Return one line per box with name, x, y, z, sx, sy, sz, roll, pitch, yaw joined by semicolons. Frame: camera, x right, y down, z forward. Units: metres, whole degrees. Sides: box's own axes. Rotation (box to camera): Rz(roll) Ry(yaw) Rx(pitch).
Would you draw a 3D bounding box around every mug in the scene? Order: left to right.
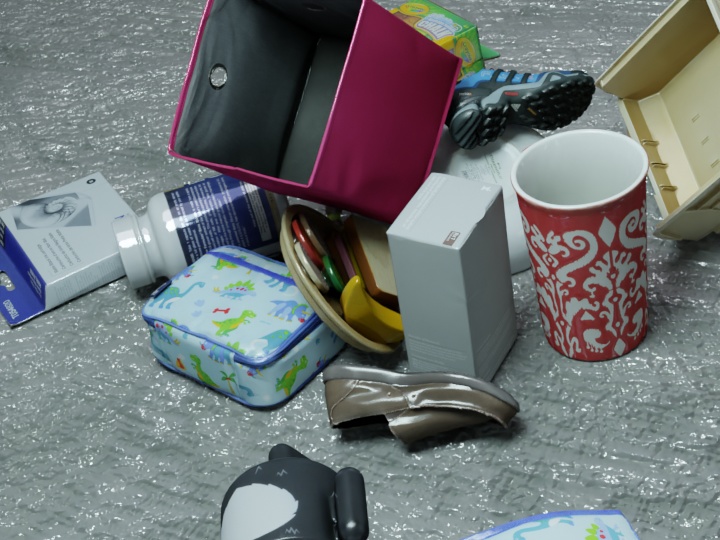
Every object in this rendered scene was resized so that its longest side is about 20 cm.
mug;0.230;-0.033;1.492;0.132;0.201;0.178;-5;36;11

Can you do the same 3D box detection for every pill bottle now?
pill bottle;-0.181;-0.048;1.712;0.198;0.112;0.111;-18;36;-7

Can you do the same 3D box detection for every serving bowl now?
serving bowl;0.140;-0.096;1.648;0.198;0.066;0.202;0;62;1

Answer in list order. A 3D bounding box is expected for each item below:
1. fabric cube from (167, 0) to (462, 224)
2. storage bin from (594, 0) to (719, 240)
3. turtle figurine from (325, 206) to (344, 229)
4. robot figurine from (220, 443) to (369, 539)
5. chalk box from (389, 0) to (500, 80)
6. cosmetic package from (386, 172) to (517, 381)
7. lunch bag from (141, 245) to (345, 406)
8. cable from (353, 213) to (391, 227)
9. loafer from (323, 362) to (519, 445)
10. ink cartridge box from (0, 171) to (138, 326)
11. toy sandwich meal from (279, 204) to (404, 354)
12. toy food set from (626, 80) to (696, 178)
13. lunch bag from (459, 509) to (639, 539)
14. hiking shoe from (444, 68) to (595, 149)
fabric cube;-0.045;-0.174;1.538;0.199;0.199;0.198;15;89;34
storage bin;0.360;-0.164;1.572;0.093;0.199;0.201;4;57;-34
turtle figurine;-0.022;-0.127;1.689;0.064;0.202;0.161;8;-11;-38
robot figurine;-0.061;0.242;1.276;0.124;0.151;0.201;1;35;-7
chalk box;0.071;-0.236;1.758;0.199;0.125;0.124;-30;39;-21
cosmetic package;0.094;0.016;1.467;0.090;0.201;0.107;11;41;29
lunch bag;-0.123;0.052;1.590;0.199;0.083;0.161;21;45;36
cable;0.069;-0.127;1.779;0.199;0.070;0.200;-26;37;-16
loafer;0.057;0.138;1.444;0.198;0.073;0.072;4;73;19
ink cartridge box;-0.370;-0.032;1.809;0.199;0.041;0.200;-27;38;-18
toy sandwich meal;0.000;0.000;1.534;0.070;0.205;0.206;-36;31;20
toy food set;0.388;-0.183;1.678;0.197;0.201;0.048;28;12;40
lunch bag;0.148;0.285;1.157;0.199;0.128;0.170;-25;36;0
hiking shoe;0.171;-0.200;1.643;0.199;0.075;0.087;-14;49;-28
